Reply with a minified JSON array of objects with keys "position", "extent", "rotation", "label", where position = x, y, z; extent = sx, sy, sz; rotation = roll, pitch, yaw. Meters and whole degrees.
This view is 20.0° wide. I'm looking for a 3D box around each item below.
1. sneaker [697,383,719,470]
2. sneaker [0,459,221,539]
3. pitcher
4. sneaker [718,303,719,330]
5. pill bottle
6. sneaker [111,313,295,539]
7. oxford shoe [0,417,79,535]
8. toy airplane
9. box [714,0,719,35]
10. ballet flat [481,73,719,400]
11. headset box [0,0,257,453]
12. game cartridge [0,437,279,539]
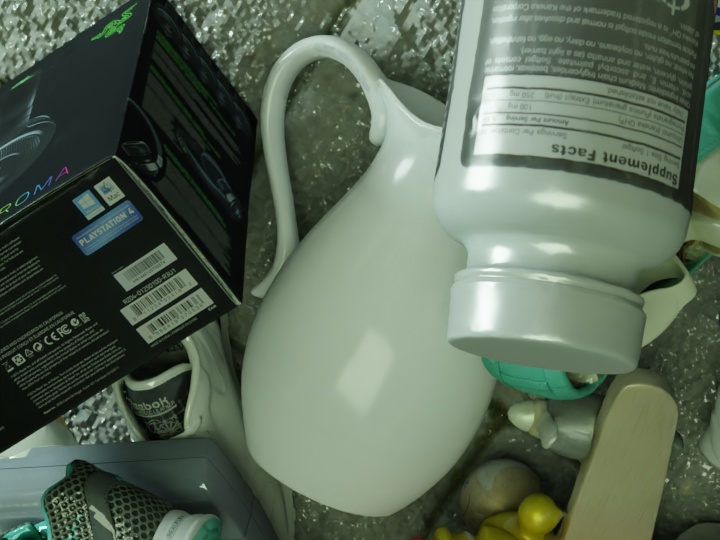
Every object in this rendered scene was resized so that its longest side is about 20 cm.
[{"position":[0.268,0.079,0.983],"extent":[0.198,0.070,0.081],"rotation":[13,104,6],"label":"sneaker"},{"position":[-0.143,0.163,0.988],"extent":[0.091,0.078,0.201],"rotation":[34,125,-1],"label":"sneaker"},{"position":[0.000,0.000,0.991],"extent":[0.171,0.121,0.201],"rotation":[29,103,27],"label":"pitcher"},{"position":[0.222,0.092,0.929],"extent":[0.081,0.073,0.202],"rotation":[-10,96,-6],"label":"sneaker"},{"position":[0.089,-0.063,0.860],"extent":[0.110,0.111,0.202],"rotation":[8,81,7],"label":"pill bottle"},{"position":[-0.089,0.087,1.037],"extent":[0.076,0.081,0.202],"rotation":[-16,107,10],"label":"sneaker"},{"position":[-0.223,0.128,1.087],"extent":[0.199,0.075,0.058],"rotation":[-32,54,24],"label":"oxford shoe"},{"position":[0.103,0.145,1.006],"extent":[0.200,0.142,0.199],"rotation":[-40,136,9],"label":"toy airplane"},{"position":[0.224,-0.134,0.889],"extent":[0.199,0.064,0.071],"rotation":[12,109,37],"label":"box"},{"position":[0.141,-0.011,0.937],"extent":[0.200,0.070,0.068],"rotation":[-44,133,-15],"label":"ballet flat"},{"position":[-0.144,-0.024,0.960],"extent":[0.173,0.201,0.093],"rotation":[-31,115,17],"label":"headset box"},{"position":[-0.100,0.168,1.044],"extent":[0.132,0.041,0.201],"rotation":[-7,129,9],"label":"game cartridge"}]
